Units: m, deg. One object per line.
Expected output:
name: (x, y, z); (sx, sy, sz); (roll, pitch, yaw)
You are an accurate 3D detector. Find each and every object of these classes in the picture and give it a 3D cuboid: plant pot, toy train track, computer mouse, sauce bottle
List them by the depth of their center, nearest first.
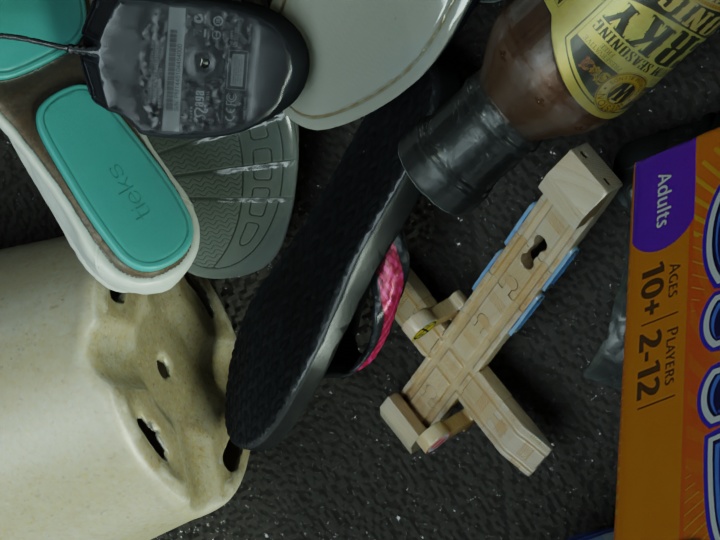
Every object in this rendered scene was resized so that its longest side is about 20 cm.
sauce bottle: (0.096, -0.097, 0.909); (0.065, 0.065, 0.200); (48, 117, 2)
computer mouse: (-0.119, -0.091, 0.957); (0.198, 0.034, 0.059); (7, 106, -4)
toy train track: (0.049, 0.020, 0.997); (0.115, 0.032, 0.200); (51, 140, 16)
plant pot: (-0.158, 0.067, 1.082); (0.182, 0.200, 0.202); (-19, 103, 23)

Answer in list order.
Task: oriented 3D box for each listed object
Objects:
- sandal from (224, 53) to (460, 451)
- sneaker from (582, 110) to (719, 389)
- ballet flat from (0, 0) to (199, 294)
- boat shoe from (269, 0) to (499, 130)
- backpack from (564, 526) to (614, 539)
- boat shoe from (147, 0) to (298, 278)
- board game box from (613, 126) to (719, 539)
sandal: (0.000, 0.000, 1.019); (0.045, 0.075, 0.201); (19, 114, -29)
sneaker: (0.143, -0.039, 0.928); (0.103, 0.060, 0.201); (11, 123, 21)
ballet flat: (-0.133, -0.075, 0.999); (0.069, 0.069, 0.201); (-32, 84, 36)
boat shoe: (0.029, -0.136, 0.946); (0.075, 0.062, 0.200); (41, 124, 9)
backpack: (0.137, 0.181, 0.980); (0.189, 0.154, 0.202); (-14, 99, 25)
boat shoe: (-0.067, -0.094, 1.026); (0.074, 0.065, 0.203); (-7, 116, 7)
board game box: (0.223, 0.060, 0.798); (0.199, 0.201, 0.200); (-23, 134, 35)
